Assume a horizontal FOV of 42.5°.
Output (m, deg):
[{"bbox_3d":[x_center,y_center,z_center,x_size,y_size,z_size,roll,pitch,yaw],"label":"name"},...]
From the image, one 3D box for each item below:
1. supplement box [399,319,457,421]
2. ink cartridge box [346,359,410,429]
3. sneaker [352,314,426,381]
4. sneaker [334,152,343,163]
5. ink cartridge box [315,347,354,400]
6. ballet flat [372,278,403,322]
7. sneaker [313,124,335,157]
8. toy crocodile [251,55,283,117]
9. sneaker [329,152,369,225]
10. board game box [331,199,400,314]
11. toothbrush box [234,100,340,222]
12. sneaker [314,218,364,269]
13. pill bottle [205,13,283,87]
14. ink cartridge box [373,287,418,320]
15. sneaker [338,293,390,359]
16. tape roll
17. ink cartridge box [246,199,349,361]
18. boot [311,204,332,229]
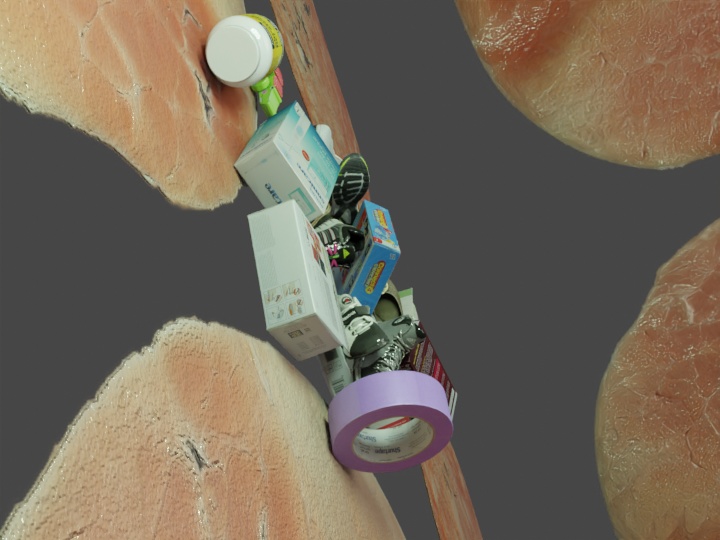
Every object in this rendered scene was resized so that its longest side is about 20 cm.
[{"bbox_3d":[0.112,0.204,1.720,0.202,0.060,0.110,63,30,-31],"label":"supplement box"},{"bbox_3d":[0.026,0.214,1.759,0.145,0.082,0.203,-110,178,-73],"label":"ink cartridge box"},{"bbox_3d":[0.055,0.137,1.564,0.075,0.114,0.201,52,27,-26],"label":"sneaker"},{"bbox_3d":[-0.112,-0.200,1.814,0.198,0.078,0.118,26,71,-39],"label":"sneaker"},{"bbox_3d":[-0.059,0.148,1.607,0.200,0.056,0.165,-155,-137,-73],"label":"ink cartridge box"},{"bbox_3d":[0.058,0.100,1.782,0.046,0.066,0.204,159,-85,-83],"label":"ballet flat"},{"bbox_3d":[-0.109,-0.211,1.731,0.201,0.113,0.076,85,14,-66],"label":"sneaker"},{"bbox_3d":[-0.178,-0.370,1.813,0.202,0.061,0.068,-98,166,-49],"label":"toy crocodile"},{"bbox_3d":[-0.031,-0.163,1.802,0.201,0.072,0.082,109,-26,-53],"label":"sneaker"},{"bbox_3d":[0.000,0.000,1.738,0.197,0.055,0.202,-101,-147,-63],"label":"board game box"},{"bbox_3d":[-0.117,-0.173,1.545,0.147,0.084,0.201,55,23,-19],"label":"toothbrush box"},{"bbox_3d":[-0.056,-0.032,1.604,0.200,0.086,0.075,-38,132,-53],"label":"sneaker"},{"bbox_3d":[-0.193,-0.363,1.528,0.200,0.111,0.114,-80,150,-73],"label":"pill bottle"},{"bbox_3d":[0.053,0.106,2.002,0.200,0.143,0.049,-76,148,-75],"label":"ink cartridge box"},{"bbox_3d":[-0.015,0.089,1.551,0.200,0.073,0.090,20,-47,67],"label":"sneaker"},{"bbox_3d":[0.047,0.246,1.492,0.201,0.197,0.066,61,13,-49],"label":"tape roll"},{"bbox_3d":[-0.094,0.026,1.437,0.176,0.082,0.203,56,18,-59],"label":"ink cartridge box"},{"bbox_3d":[-0.116,-0.143,1.710,0.201,0.076,0.140,-88,153,-70],"label":"boot"}]
